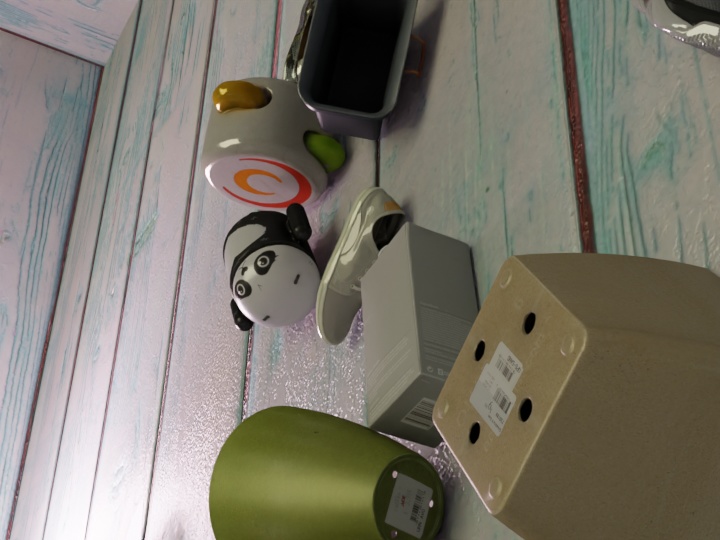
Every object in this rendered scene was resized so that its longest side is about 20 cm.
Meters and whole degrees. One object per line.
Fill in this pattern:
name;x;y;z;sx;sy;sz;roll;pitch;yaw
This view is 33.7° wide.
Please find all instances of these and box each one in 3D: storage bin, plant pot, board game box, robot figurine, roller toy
storage bin;0.008;-0.268;1.532;0.134;0.145;0.201;86;-165;-75
plant pot;0.168;0.095;0.806;0.201;0.176;0.200;-65;23;15
board game box;-0.359;0.482;1.927;0.200;0.039;0.159;-101;31;-59
robot figurine;-0.124;-0.006;1.626;0.200;0.124;0.151;-115;15;-59
roller toy;-0.132;-0.184;1.697;0.182;0.199;0.140;136;146;-59
plant pot;-0.018;0.225;1.175;0.199;0.187;0.188;-10;63;48

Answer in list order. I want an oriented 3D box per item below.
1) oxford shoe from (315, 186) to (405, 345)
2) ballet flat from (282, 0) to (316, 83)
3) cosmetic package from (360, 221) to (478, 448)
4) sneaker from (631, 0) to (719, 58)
oxford shoe;0.000;0.000;1.421;0.058;0.075;0.201;27;102;31
ballet flat;-0.074;-0.339;1.843;0.072;0.072;0.201;-9;67;65
cosmetic package;0.061;0.063;1.202;0.107;0.090;0.201;-51;28;42
sneaker;0.275;-0.243;0.939;0.200;0.075;0.114;-108;39;-59
